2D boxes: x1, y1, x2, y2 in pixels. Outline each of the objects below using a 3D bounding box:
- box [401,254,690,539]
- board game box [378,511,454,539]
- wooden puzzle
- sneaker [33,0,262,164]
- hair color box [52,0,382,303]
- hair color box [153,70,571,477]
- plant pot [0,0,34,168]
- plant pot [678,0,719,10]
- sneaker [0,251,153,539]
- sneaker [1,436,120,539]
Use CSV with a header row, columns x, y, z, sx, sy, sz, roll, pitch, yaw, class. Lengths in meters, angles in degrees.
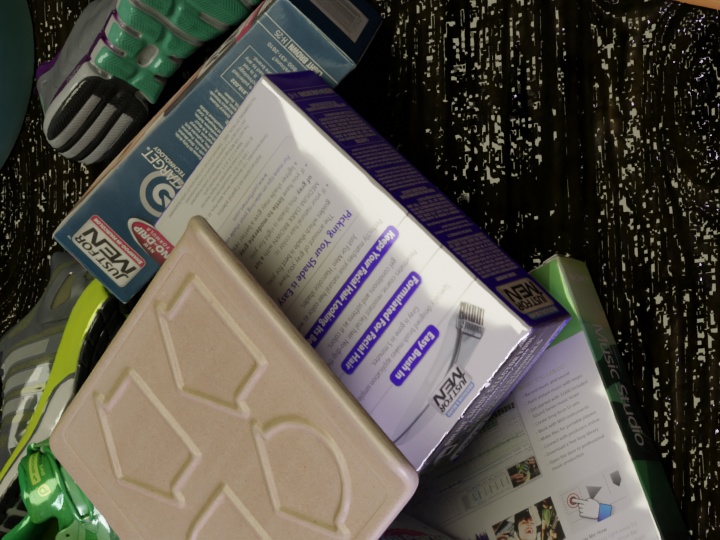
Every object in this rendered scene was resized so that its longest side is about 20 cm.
x,y,z,sx,sy,sz,roll,pitch,yaw,class
0.089,0.113,1.441,0.144,0.036,0.201,-29,70,27,box
0.025,0.214,1.417,0.199,0.064,0.149,24,108,43,board game box
-0.064,0.097,1.417,0.185,0.046,0.200,49,129,20,wooden puzzle
-0.125,-0.161,1.599,0.200,0.074,0.088,-46,39,10,sneaker
-0.080,-0.081,1.531,0.060,0.100,0.200,42,111,-7,hair color box
0.000,0.000,1.426,0.200,0.065,0.109,45,113,16,hair color box
-0.328,-0.134,1.673,0.199,0.161,0.202,-5,81,33,plant pot
0.221,-0.198,1.312,0.183,0.199,0.202,0,84,49,plant pot
-0.186,0.080,1.615,0.081,0.074,0.201,33,97,42,sneaker
-0.148,0.118,1.535,0.201,0.083,0.074,-60,37,35,sneaker
